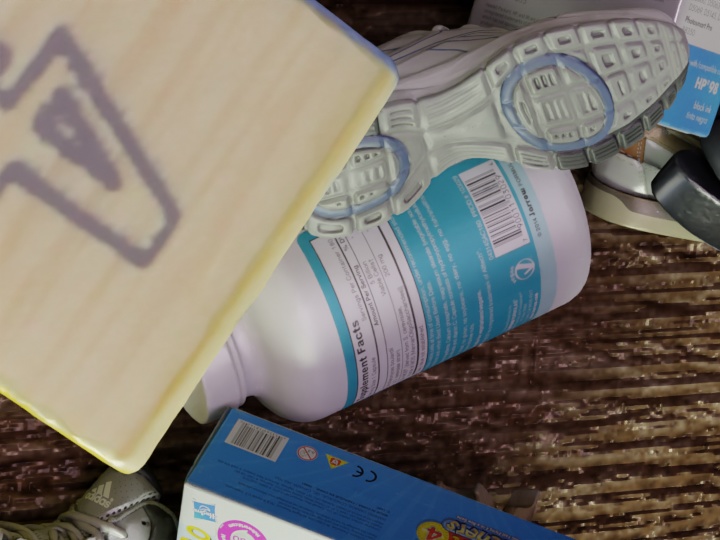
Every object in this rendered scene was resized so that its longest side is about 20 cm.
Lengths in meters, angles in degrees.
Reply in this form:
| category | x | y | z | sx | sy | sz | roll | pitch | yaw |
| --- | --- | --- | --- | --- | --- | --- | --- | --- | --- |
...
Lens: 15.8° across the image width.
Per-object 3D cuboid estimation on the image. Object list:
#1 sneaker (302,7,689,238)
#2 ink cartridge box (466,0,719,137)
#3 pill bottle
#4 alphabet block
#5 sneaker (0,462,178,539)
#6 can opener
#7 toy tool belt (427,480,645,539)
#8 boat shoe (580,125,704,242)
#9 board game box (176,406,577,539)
| category | x | y | z | sx | sy | sz | roll | pitch | yaw |
| --- | --- | --- | --- | --- | --- | --- | --- | --- | --- |
| sneaker | 0.048 | -0.084 | 1.163 | 0.199 | 0.087 | 0.075 | -14 | 124 | 0 |
| ink cartridge box | 0.135 | -0.177 | 1.225 | 0.067 | 0.115 | 0.201 | 10 | 100 | -52 |
| pill bottle | 0.000 | 0.000 | 1.219 | 0.199 | 0.111 | 0.111 | -24 | 112 | -18 |
| alphabet block | -0.136 | -0.065 | 1.084 | 0.196 | 0.195 | 0.201 | 35 | 88 | -20 |
| sneaker | -0.153 | 0.122 | 1.208 | 0.200 | 0.075 | 0.116 | 40 | 80 | -38 |
| can opener | 0.239 | -0.030 | 1.282 | 0.199 | 0.079 | 0.064 | 23 | 56 | -23 |
| toy tool belt | 0.048 | 0.164 | 1.283 | 0.123 | 0.199 | 0.125 | -59 | 149 | -47 |
| boat shoe | 0.211 | -0.049 | 1.326 | 0.199 | 0.075 | 0.069 | 6 | 106 | -26 |
| board game box | 0.008 | 0.182 | 1.194 | 0.199 | 0.056 | 0.197 | 20 | 131 | 11 |
